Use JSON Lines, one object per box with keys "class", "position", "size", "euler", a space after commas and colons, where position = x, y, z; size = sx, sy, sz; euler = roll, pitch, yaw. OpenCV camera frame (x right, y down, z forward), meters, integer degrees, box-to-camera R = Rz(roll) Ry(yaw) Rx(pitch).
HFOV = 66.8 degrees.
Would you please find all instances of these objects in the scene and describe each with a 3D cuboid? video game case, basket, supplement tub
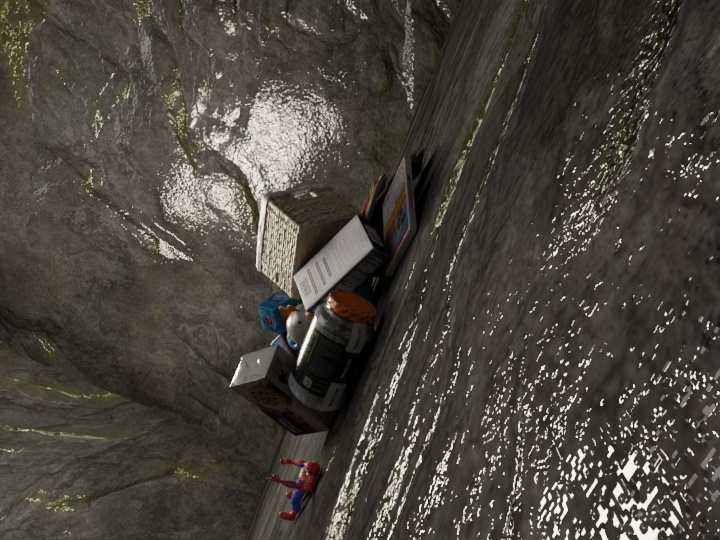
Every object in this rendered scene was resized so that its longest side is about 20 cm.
{"class": "video game case", "position": [0.076, -0.111, 1.112], "size": [0.144, 0.017, 0.203], "euler": [116, 160, -48]}
{"class": "basket", "position": [-0.116, -0.072, 1.257], "size": [0.196, 0.160, 0.203], "euler": [-16, -51, -38]}
{"class": "supplement tub", "position": [-0.049, 0.147, 1.017], "size": [0.123, 0.121, 0.203], "euler": [-78, 10, -73]}

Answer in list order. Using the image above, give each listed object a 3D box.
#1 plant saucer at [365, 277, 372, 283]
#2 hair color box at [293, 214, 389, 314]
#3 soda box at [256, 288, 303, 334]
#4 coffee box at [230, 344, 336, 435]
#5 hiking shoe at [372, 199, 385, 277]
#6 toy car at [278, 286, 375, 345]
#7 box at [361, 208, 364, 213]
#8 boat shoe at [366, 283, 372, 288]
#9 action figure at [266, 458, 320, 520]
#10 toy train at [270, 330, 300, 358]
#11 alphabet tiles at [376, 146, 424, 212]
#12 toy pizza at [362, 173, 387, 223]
{"class": "plant saucer", "position": [0.000, 0.000, 1.259], "size": [0.200, 0.019, 0.071], "euler": [0, -95, -77]}
{"class": "hair color box", "position": [-0.041, -0.006, 1.122], "size": [0.200, 0.060, 0.101], "euler": [-42, 50, 20]}
{"class": "soda box", "position": [-0.151, 0.070, 1.317], "size": [0.199, 0.063, 0.069], "euler": [-36, -56, -41]}
{"class": "coffee box", "position": [-0.150, 0.249, 1.114], "size": [0.112, 0.200, 0.081], "euler": [-19, 37, 35]}
{"class": "hiking shoe", "position": [0.053, -0.087, 1.280], "size": [0.101, 0.075, 0.203], "euler": [-131, 62, -83]}
{"class": "toy car", "position": [-0.091, 0.120, 1.207], "size": [0.178, 0.197, 0.186], "euler": [117, 174, -52]}
{"class": "box", "position": [0.026, -0.109, 1.439], "size": [0.202, 0.082, 0.049], "euler": [-56, -13, -11]}
{"class": "boat shoe", "position": [-0.027, 0.098, 1.437], "size": [0.070, 0.069, 0.203], "euler": [99, -167, -76]}
{"class": "action figure", "position": [-0.138, 0.406, 1.043], "size": [0.066, 0.098, 0.201], "euler": [-72, 8, -47]}
{"class": "toy train", "position": [-0.127, 0.218, 1.302], "size": [0.086, 0.202, 0.114], "euler": [-16, -22, -49]}
{"class": "alphabet tiles", "position": [0.092, -0.202, 1.286], "size": [0.167, 0.006, 0.200], "euler": [-48, -11, -9]}
{"class": "toy pizza", "position": [0.024, -0.137, 1.316], "size": [0.200, 0.031, 0.204], "euler": [17, -91, -83]}
